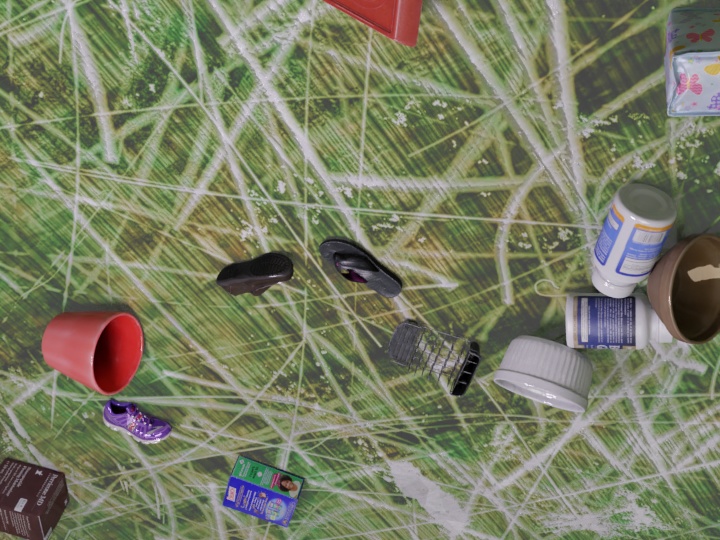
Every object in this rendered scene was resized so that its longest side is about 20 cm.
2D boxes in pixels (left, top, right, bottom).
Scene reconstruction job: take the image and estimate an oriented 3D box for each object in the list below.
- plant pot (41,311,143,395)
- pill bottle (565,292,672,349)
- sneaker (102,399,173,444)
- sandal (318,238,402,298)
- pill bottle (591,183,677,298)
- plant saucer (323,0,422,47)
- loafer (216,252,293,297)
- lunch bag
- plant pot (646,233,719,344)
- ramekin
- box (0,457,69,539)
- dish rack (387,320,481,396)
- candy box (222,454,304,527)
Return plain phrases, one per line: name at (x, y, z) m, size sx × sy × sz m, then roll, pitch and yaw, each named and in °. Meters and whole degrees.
plant pot at (-0.656, 0.185, 2.120) m, size 0.176 × 0.201 × 0.201 m, roll 10°, pitch 134°, yaw 21°
pill bottle at (0.508, 0.099, 1.724) m, size 0.199 × 0.111 × 0.111 m, roll 0°, pitch 131°, yaw 18°
sneaker at (-0.606, 0.405, 2.369) m, size 0.199 × 0.081 × 0.084 m, roll 16°, pitch 128°, yaw 4°
sandal at (0.001, 0.000, 1.836) m, size 0.200 × 0.048 × 0.075 m, roll 32°, pitch 132°, yaw -12°
pill bottle at (0.490, -0.049, 1.598) m, size 0.111 × 0.112 × 0.201 m, roll 14°, pitch 134°, yaw 5°
plant saucer at (0.009, -0.461, 1.356) m, size 0.199 × 0.037 × 0.201 m, roll 35°, pitch 147°, yaw 21°
loafer at (-0.220, 0.015, 1.910) m, size 0.199 × 0.073 × 0.071 m, roll -7°, pitch 134°, yaw 33°
lunch bag at (0.560, -0.308, 1.303) m, size 0.199 × 0.170 × 0.128 m, roll 0°, pitch 130°, yaw 16°
plant pot at (0.595, 0.030, 1.613) m, size 0.093 × 0.201 × 0.201 m, roll 10°, pitch 144°, yaw 55°
ramekin at (0.386, 0.211, 1.819) m, size 0.199 × 0.106 × 0.200 m, roll 20°, pitch 169°, yaw 4°
box at (-1.038, 0.712, 2.714) m, size 0.199 × 0.166 × 0.165 m, roll 14°, pitch 133°, yaw 5°
dish rack at (0.160, 0.192, 1.956) m, size 0.199 × 0.055 × 0.154 m, roll 18°, pitch 133°, yaw 1°
candy box at (-0.275, 0.622, 2.459) m, size 0.199 × 0.077 × 0.170 m, roll 19°, pitch 135°, yaw -2°
